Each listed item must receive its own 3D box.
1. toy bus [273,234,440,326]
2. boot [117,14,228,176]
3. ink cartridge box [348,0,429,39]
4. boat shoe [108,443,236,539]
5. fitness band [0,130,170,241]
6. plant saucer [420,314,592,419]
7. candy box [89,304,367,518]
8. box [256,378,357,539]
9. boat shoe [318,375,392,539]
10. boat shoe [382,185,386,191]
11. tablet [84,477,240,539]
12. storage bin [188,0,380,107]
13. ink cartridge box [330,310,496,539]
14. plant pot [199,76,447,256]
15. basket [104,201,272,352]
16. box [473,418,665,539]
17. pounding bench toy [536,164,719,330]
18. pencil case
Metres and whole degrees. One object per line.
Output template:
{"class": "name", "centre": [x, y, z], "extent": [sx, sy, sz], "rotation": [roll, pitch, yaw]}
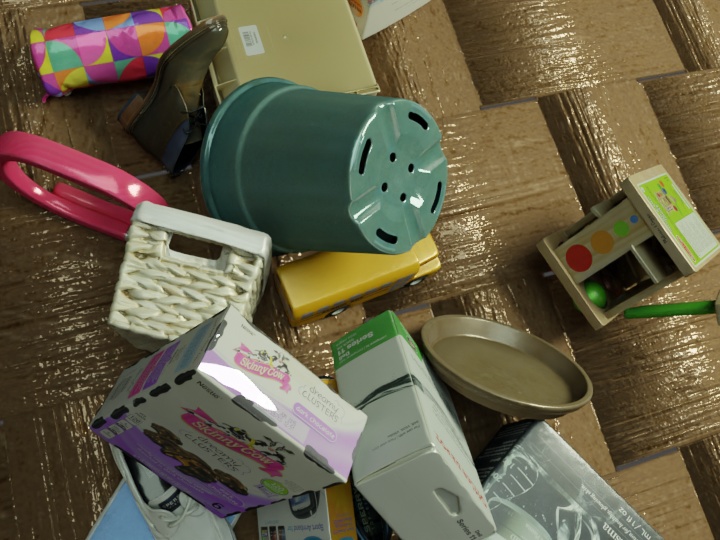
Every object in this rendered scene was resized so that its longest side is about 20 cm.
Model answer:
{"class": "toy bus", "centre": [0.000, 0.000, 0.858], "extent": [0.199, 0.078, 0.065], "rotation": [-20, 77, -16]}
{"class": "boot", "centre": [-0.195, -0.200, 0.849], "extent": [0.097, 0.200, 0.075], "rotation": [53, 34, 0]}
{"class": "ink cartridge box", "centre": [0.028, -0.437, 0.942], "extent": [0.144, 0.200, 0.148], "rotation": [-34, 81, -16]}
{"class": "boat shoe", "centre": [-0.194, 0.235, 0.739], "extent": [0.073, 0.065, 0.200], "rotation": [-39, 82, -20]}
{"class": "fitness band", "centre": [-0.305, -0.087, 0.797], "extent": [0.199, 0.144, 0.038], "rotation": [21, 71, -2]}
{"class": "plant saucer", "centre": [0.159, 0.107, 0.815], "extent": [0.198, 0.200, 0.030], "rotation": [15, 109, -5]}
{"class": "candy box", "centre": [-0.123, 0.138, 0.660], "extent": [0.168, 0.199, 0.072], "rotation": [42, 44, -20]}
{"class": "box", "centre": [-0.061, 0.221, 0.751], "extent": [0.041, 0.119, 0.202], "rotation": [4, 72, -44]}
{"class": "boat shoe", "centre": [-0.006, 0.206, 0.794], "extent": [0.084, 0.069, 0.201], "rotation": [-23, 77, -17]}
{"class": "boat shoe", "centre": [0.030, -0.128, 0.908], "extent": [0.071, 0.070, 0.201], "rotation": [35, 42, -32]}
{"class": "tablet", "centre": [-0.200, 0.258, 0.773], "extent": [0.129, 0.014, 0.201], "rotation": [29, 69, 0]}
{"class": "storage bin", "centre": [-0.098, -0.269, 0.922], "extent": [0.197, 0.094, 0.201], "rotation": [-14, 75, -14]}
{"class": "ink cartridge box", "centre": [0.048, 0.161, 0.724], "extent": [0.083, 0.200, 0.147], "rotation": [-29, 121, 9]}
{"class": "plant pot", "centre": [-0.028, -0.102, 0.758], "extent": [0.199, 0.195, 0.202], "rotation": [-12, 107, -46]}
{"class": "basket", "centre": [-0.172, 0.027, 0.759], "extent": [0.134, 0.200, 0.124], "rotation": [14, 76, -5]}
{"class": "box", "centre": [0.181, 0.299, 0.771], "extent": [0.200, 0.124, 0.197], "rotation": [44, 72, 6]}
{"class": "pounding bench toy", "centre": [0.335, 0.006, 0.869], "extent": [0.124, 0.156, 0.201], "rotation": [-21, 74, -49]}
{"class": "pencil case", "centre": [-0.301, -0.269, 0.892], "extent": [0.198, 0.088, 0.089], "rotation": [-15, 75, -11]}
